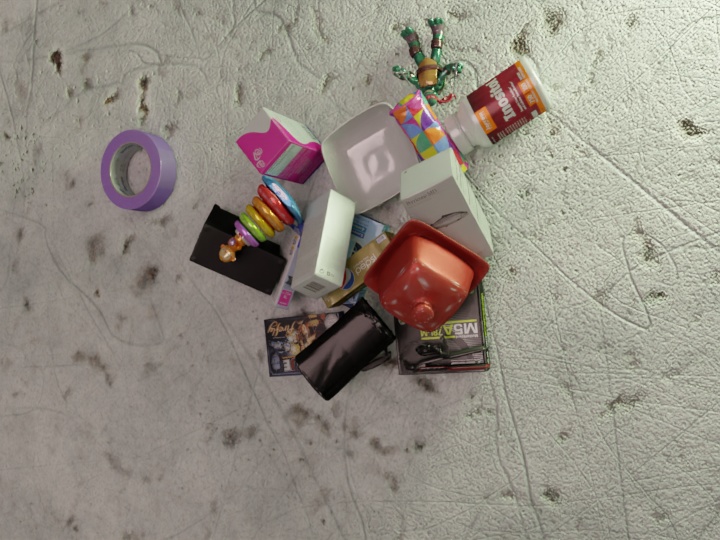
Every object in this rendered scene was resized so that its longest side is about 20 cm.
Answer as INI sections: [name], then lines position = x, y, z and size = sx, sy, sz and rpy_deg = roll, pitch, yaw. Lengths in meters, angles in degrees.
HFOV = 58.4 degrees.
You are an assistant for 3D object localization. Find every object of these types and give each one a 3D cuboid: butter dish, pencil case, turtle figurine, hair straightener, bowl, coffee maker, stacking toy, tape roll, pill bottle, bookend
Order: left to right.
[tape roll]
position = -0.575, -0.257, 1.668
size = 0.196, 0.065, 0.205
rpy_deg = 0, 89, 22
[bookend]
position = -0.279, -0.053, 1.506
size = 0.196, 0.200, 0.093
rpy_deg = 24, 104, -14
[stacking toy]
position = -0.227, -0.094, 1.374
size = 0.200, 0.110, 0.116
rpy_deg = -43, 80, -4
[coffee maker]
position = -0.038, 0.159, 1.351
size = 0.199, 0.192, 0.135
rpy_deg = -42, 66, 0
[bowl]
position = 0.031, -0.242, 1.416
size = 0.198, 0.074, 0.203
rpy_deg = -28, 80, 20
[butter dish]
position = 0.121, 0.041, 1.240
size = 0.198, 0.149, 0.200
rpy_deg = 29, 127, -13
[turtle figurine]
position = 0.140, -0.424, 1.359
size = 0.146, 0.101, 0.204
rpy_deg = -6, 72, 7
[pencil case]
position = 0.141, -0.266, 1.321
size = 0.087, 0.089, 0.201
rpy_deg = -29, 108, 19
[hair straightener]
position = 0.169, 0.170, 1.337
size = 0.196, 0.041, 0.079
rpy_deg = -8, 89, 27
[pill bottle]
position = 0.272, -0.323, 1.297
size = 0.198, 0.113, 0.115
rpy_deg = -32, 79, 19

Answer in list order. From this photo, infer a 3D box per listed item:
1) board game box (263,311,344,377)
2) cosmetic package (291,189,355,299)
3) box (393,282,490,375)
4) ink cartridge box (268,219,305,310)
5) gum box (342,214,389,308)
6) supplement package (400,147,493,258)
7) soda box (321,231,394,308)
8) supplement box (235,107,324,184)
[board game box]
position = -0.127, 0.173, 1.500
size = 0.196, 0.034, 0.139
rpy_deg = -8, 87, 22
[cosmetic package]
position = -0.077, -0.054, 1.350
size = 0.101, 0.070, 0.204
rpy_deg = -26, 47, 51
[box]
position = 0.169, 0.120, 1.374
size = 0.196, 0.047, 0.198
rpy_deg = -5, 87, 22
[ink cartridge box]
position = -0.161, -0.024, 1.477
size = 0.041, 0.119, 0.204
rpy_deg = 15, 100, -24
[gum box]
position = -0.046, -0.038, 1.463
size = 0.167, 0.044, 0.204
rpy_deg = 23, 98, 20
[supplement package]
position = 0.172, -0.115, 1.284
size = 0.115, 0.118, 0.201
rpy_deg = -23, 121, 21
[soda box]
position = 0.000, 0.000, 1.384
size = 0.198, 0.068, 0.065
rpy_deg = -35, 79, 17
[supplement box]
position = -0.169, -0.272, 1.429
size = 0.103, 0.199, 0.102
rpy_deg = -43, 75, 16
